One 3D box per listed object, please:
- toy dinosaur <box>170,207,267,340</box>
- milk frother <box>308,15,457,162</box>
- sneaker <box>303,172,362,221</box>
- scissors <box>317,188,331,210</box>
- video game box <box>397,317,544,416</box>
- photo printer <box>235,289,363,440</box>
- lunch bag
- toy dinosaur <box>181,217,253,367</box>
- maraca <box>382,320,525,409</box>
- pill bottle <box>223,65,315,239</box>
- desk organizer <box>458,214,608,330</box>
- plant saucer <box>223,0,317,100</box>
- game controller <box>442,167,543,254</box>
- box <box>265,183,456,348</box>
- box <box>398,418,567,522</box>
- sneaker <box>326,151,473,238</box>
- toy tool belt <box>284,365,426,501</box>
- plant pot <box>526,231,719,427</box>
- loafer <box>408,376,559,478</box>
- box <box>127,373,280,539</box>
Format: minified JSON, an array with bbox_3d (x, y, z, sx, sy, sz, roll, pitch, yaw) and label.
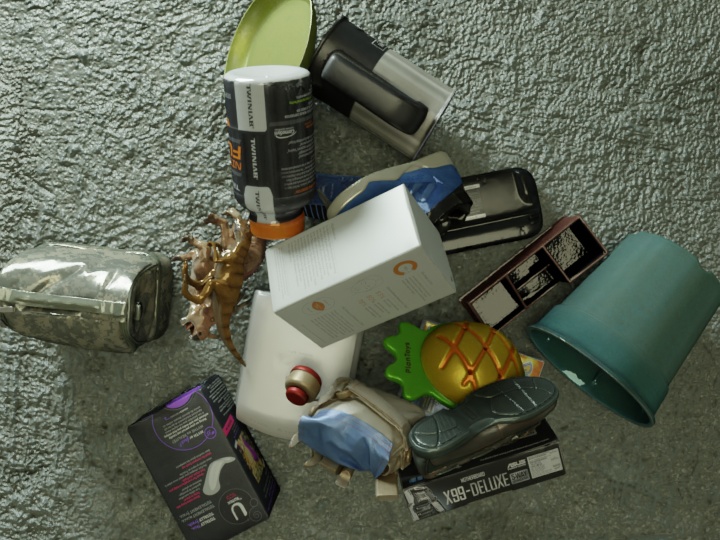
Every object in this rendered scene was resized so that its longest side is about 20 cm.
[{"bbox_3d":[-0.184,-0.005,0.998,0.200,0.086,0.136,-41,91,-1],"label":"toy dinosaur"},{"bbox_3d":[-0.003,-0.203,0.969,0.187,0.181,0.201,32,125,0],"label":"milk frother"},{"bbox_3d":[-0.048,-0.105,1.005,0.198,0.078,0.071,14,89,-21],"label":"sneaker"},{"bbox_3d":[0.002,-0.035,0.991,0.072,0.014,0.202,-19,114,1],"label":"scissors"},{"bbox_3d":[0.145,0.193,1.018,0.181,0.047,0.202,18,92,-2],"label":"video game box"},{"bbox_3d":[-0.088,0.139,1.007,0.165,0.069,0.202,11,92,0],"label":"photo printer"},{"bbox_3d":[-0.373,0.036,0.959,0.198,0.168,0.141,7,92,1],"label":"lunch bag"},{"bbox_3d":[-0.183,0.029,0.931,0.105,0.060,0.202,9,92,-19],"label":"toy dinosaur"},{"bbox_3d":[0.125,0.125,0.931,0.198,0.107,0.138,8,49,-13],"label":"maraca"},{"bbox_3d":[-0.108,-0.142,0.870,0.105,0.106,0.202,-1,114,1],"label":"pill bottle"},{"bbox_3d":[0.241,0.009,0.994,0.199,0.077,0.072,-39,91,2],"label":"desk organizer"},{"bbox_3d":[-0.119,-0.294,0.959,0.031,0.199,0.202,14,93,-41],"label":"plant saucer"},{"bbox_3d":[0.160,-0.084,1.018,0.198,0.042,0.105,-11,77,1],"label":"game controller"},{"bbox_3d":[0.000,0.000,0.885,0.199,0.124,0.098,-23,55,16],"label":"box"},{"bbox_3d":[0.146,0.234,0.916,0.198,0.158,0.050,-18,103,2],"label":"box"},{"bbox_3d":[0.061,-0.077,0.947,0.199,0.077,0.112,-23,74,-24],"label":"sneaker"},{"bbox_3d":[-0.025,0.201,0.880,0.198,0.126,0.123,19,48,17],"label":"toy tool belt"},{"bbox_3d":[0.363,0.069,0.947,0.200,0.200,0.196,42,84,-1],"label":"plant pot"},{"bbox_3d":[0.149,0.188,0.855,0.198,0.072,0.063,-18,123,-17],"label":"loafer"},{"bbox_3d":[-0.215,0.268,0.994,0.121,0.106,0.201,-27,92,3],"label":"box"}]
